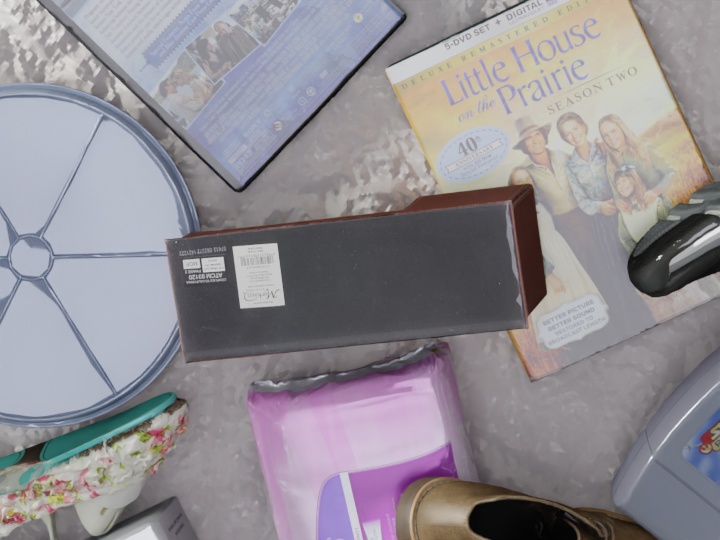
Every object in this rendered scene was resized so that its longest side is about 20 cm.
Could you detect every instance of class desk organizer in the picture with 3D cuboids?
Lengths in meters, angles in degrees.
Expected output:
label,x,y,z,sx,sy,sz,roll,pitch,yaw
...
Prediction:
label,x,y,z,sx,sy,sz,roll,pitch,yaw
desk organizer,0.000,0.000,1.685,0.199,0.077,0.072,-6,100,15

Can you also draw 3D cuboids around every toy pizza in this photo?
label,x,y,z,sx,sy,sz,roll,pitch,yaw
toy pizza,-0.188,-0.009,1.741,0.199,0.032,0.201,1,97,6

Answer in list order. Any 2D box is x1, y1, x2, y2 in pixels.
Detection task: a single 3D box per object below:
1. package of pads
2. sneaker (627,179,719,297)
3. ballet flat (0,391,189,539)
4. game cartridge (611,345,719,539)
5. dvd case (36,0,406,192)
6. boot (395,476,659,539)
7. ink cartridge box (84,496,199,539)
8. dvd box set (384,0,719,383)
label,x,y,z,sx,sy,sz,roll,pitch,yaw
package of pads,0.014,0.148,1.721,0.120,0.076,0.201,-12,96,6
sneaker,0.253,-0.014,1.669,0.200,0.075,0.116,-34,101,-11
ballet flat,-0.179,0.130,1.741,0.199,0.076,0.064,-21,100,16
game cartridge,0.243,0.091,1.680,0.133,0.042,0.200,36,112,-25
dvd case,-0.093,-0.163,1.722,0.200,0.018,0.143,44,98,-2
boot,0.119,0.162,1.676,0.199,0.075,0.074,18,76,-32
ink cartridge box,-0.130,0.256,1.741,0.144,0.085,0.201,-26,93,7
dvd box set,0.120,-0.056,1.711,0.146,0.029,0.201,-24,95,7
